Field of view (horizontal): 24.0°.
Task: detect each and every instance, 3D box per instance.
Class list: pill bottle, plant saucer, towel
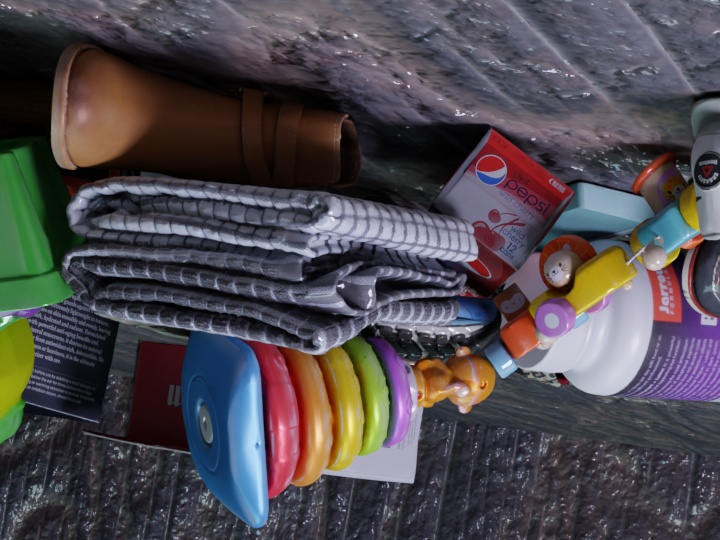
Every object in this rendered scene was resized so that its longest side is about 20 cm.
[{"bbox_3d":[0.205,0.036,1.215,0.199,0.112,0.111,5,174,-26],"label":"pill bottle"},{"bbox_3d":[0.146,-0.034,1.221,0.070,0.019,0.200,13,171,-16],"label":"plant saucer"},{"bbox_3d":[-0.051,-0.002,0.992,0.199,0.086,0.165,7,-179,32],"label":"towel"}]

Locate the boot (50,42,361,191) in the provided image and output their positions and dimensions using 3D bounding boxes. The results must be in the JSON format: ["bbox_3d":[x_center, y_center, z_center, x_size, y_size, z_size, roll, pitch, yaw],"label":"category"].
[{"bbox_3d":[-0.087,-0.085,0.995,0.154,0.074,0.200,8,-178,13],"label":"boot"}]

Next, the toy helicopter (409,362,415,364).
[{"bbox_3d":[-0.037,0.013,1.205,0.200,0.133,0.079,32,168,-5],"label":"toy helicopter"}]

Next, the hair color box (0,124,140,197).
[{"bbox_3d":[-0.248,-0.071,1.128,0.199,0.061,0.102,11,-151,-12],"label":"hair color box"}]

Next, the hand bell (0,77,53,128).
[{"bbox_3d":[-0.261,-0.110,1.053,0.199,0.105,0.104,0,178,-36],"label":"hand bell"}]

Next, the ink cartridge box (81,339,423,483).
[{"bbox_3d":[-0.083,0.102,1.266,0.175,0.084,0.200,12,173,-42],"label":"ink cartridge box"}]

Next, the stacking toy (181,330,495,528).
[{"bbox_3d":[-0.005,0.079,1.066,0.199,0.117,0.110,-9,-166,-22],"label":"stacking toy"}]

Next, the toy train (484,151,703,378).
[{"bbox_3d":[0.151,-0.010,1.042,0.200,0.056,0.150,-36,174,7],"label":"toy train"}]

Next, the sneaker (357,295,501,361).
[{"bbox_3d":[0.000,0.000,1.126,0.199,0.090,0.078,16,166,7],"label":"sneaker"}]

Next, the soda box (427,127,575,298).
[{"bbox_3d":[0.080,-0.029,1.109,0.070,0.063,0.200,38,172,2],"label":"soda box"}]

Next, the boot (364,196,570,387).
[{"bbox_3d":[0.083,0.018,1.297,0.153,0.074,0.204,16,160,28],"label":"boot"}]

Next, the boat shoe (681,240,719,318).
[{"bbox_3d":[0.294,0.009,1.142,0.200,0.071,0.062,10,-172,-42],"label":"boat shoe"}]

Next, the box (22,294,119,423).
[{"bbox_3d":[-0.298,0.007,1.367,0.199,0.199,0.123,3,167,34],"label":"box"}]

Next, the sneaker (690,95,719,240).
[{"bbox_3d":[0.251,-0.027,0.936,0.199,0.089,0.074,14,169,-33],"label":"sneaker"}]

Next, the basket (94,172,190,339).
[{"bbox_3d":[-0.095,-0.002,1.333,0.200,0.124,0.135,16,170,-39],"label":"basket"}]

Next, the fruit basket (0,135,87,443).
[{"bbox_3d":[-0.262,0.027,1.043,0.215,0.217,0.156,9,-169,2],"label":"fruit basket"}]
